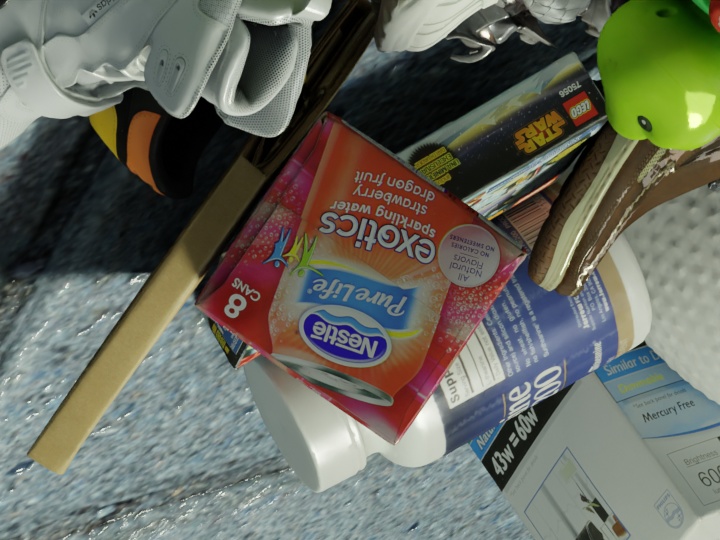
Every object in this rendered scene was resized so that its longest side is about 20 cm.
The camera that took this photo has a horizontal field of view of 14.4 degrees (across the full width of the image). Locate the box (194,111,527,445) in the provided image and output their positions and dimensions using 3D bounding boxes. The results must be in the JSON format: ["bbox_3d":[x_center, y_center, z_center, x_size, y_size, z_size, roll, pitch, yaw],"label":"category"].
[{"bbox_3d":[0.000,0.000,1.190,0.096,0.099,0.200,-55,-179,2],"label":"box"}]

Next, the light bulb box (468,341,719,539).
[{"bbox_3d":[0.180,0.080,1.655,0.198,0.200,0.125,-14,148,-38],"label":"light bulb box"}]

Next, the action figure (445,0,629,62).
[{"bbox_3d":[0.121,-0.155,1.301,0.200,0.070,0.130,-34,166,10],"label":"action figure"}]

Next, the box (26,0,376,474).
[{"bbox_3d":[-0.068,-0.016,1.267,0.200,0.021,0.164,-51,-175,35],"label":"box"}]

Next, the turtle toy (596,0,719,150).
[{"bbox_3d":[0.161,-0.137,1.166,0.101,0.146,0.201,-4,129,-30],"label":"turtle toy"}]

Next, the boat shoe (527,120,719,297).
[{"bbox_3d":[0.160,-0.067,1.409,0.203,0.075,0.075,-59,180,-1],"label":"boat shoe"}]

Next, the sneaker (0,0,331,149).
[{"bbox_3d":[-0.096,-0.081,1.092,0.200,0.115,0.075,-44,154,21],"label":"sneaker"}]

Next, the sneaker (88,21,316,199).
[{"bbox_3d":[-0.035,-0.114,1.141,0.200,0.090,0.070,-45,154,24],"label":"sneaker"}]

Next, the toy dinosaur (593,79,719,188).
[{"bbox_3d":[0.189,-0.098,1.468,0.200,0.088,0.047,-34,174,-1],"label":"toy dinosaur"}]

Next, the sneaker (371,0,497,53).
[{"bbox_3d":[0.058,-0.134,1.170,0.099,0.078,0.200,4,169,-7],"label":"sneaker"}]

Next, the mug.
[{"bbox_3d":[0.229,-0.017,1.566,0.199,0.176,0.148,-18,152,-33],"label":"mug"}]

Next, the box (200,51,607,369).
[{"bbox_3d":[0.019,-0.027,1.394,0.199,0.040,0.137,-30,174,-12],"label":"box"}]

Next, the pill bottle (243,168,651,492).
[{"bbox_3d":[0.044,0.034,1.500,0.199,0.111,0.111,-28,156,-14],"label":"pill bottle"}]
